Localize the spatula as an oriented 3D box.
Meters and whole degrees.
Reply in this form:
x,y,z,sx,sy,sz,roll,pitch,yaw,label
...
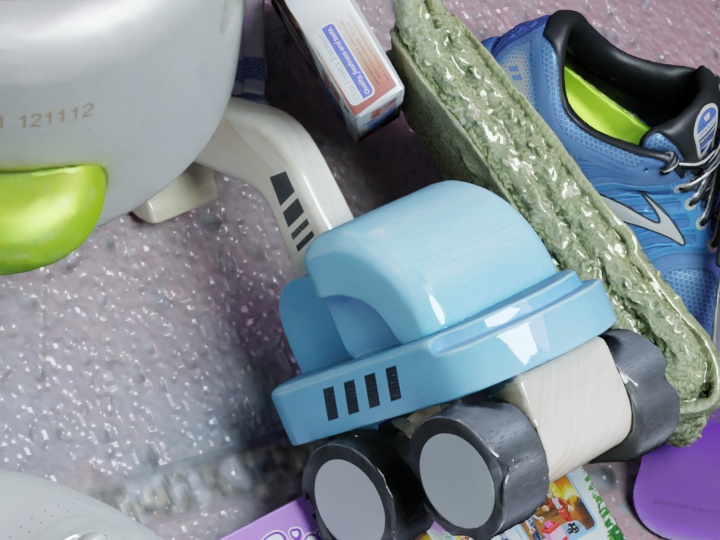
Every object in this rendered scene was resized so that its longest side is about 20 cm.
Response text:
x,y,z,sx,sy,sz,roll,pitch,yaw,label
0.155,0.016,1.183,0.056,0.021,0.201,10,88,-9,spatula

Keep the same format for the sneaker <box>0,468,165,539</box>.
x,y,z,sx,sy,sz,roll,pitch,yaw,label
-0.070,0.128,0.956,0.200,0.081,0.076,36,74,16,sneaker

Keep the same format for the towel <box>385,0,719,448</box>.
x,y,z,sx,sy,sz,roll,pitch,yaw,label
0.073,-0.016,1.116,0.036,0.148,0.200,-37,80,-2,towel

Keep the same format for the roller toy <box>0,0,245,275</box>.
x,y,z,sx,sy,sz,roll,pitch,yaw,label
-0.132,-0.117,1.007,0.200,0.140,0.182,39,61,17,roller toy

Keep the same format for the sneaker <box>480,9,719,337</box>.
x,y,z,sx,sy,sz,roll,pitch,yaw,label
0.131,-0.034,1.213,0.200,0.089,0.079,40,50,-14,sneaker

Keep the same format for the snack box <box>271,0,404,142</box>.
x,y,z,sx,sy,sz,roll,pitch,yaw,label
-0.011,-0.089,1.090,0.024,0.200,0.072,-32,90,0,snack box

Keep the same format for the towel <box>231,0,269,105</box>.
x,y,z,sx,sy,sz,roll,pitch,yaw,label
-0.105,-0.164,1.164,0.147,0.024,0.200,15,57,-28,towel

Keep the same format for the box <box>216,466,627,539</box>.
x,y,z,sx,sy,sz,roll,pitch,yaw,label
0.026,0.138,1.076,0.200,0.039,0.137,-24,79,-41,box

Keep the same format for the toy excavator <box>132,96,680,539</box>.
x,y,z,sx,sy,sz,roll,pitch,yaw,label
0.000,0.000,1.054,0.100,0.194,0.200,-22,92,-40,toy excavator
